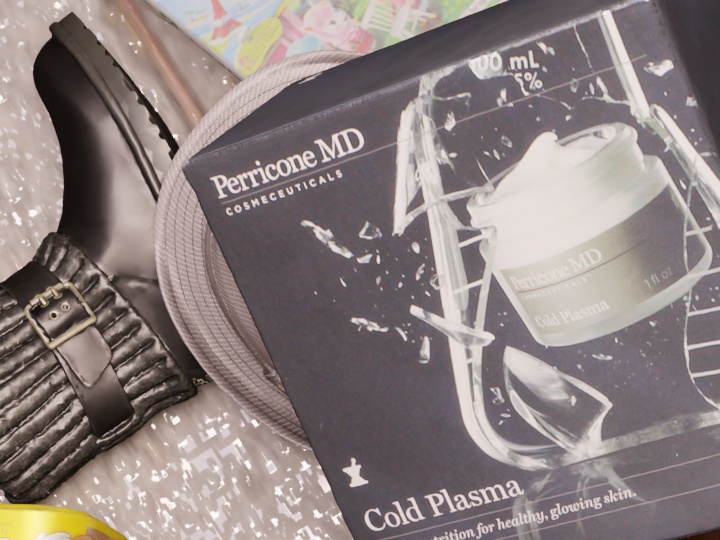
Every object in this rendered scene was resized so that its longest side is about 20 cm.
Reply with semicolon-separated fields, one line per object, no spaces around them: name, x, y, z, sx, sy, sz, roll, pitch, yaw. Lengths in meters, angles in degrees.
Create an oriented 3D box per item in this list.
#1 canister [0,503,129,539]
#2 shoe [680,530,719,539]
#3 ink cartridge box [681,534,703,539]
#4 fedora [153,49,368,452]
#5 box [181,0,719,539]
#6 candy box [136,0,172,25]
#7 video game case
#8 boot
canister;-0.150;0.214;0.966;0.086;0.149;0.200;0;74;8
shoe;0.146;0.111;0.973;0.070;0.053;0.200;6;94;30
ink cartridge box;0.233;0.139;0.978;0.176;0.045;0.200;-22;80;29
fedora;0.000;0.000;0.969;0.177;0.090;0.200;-42;94;5
box;0.073;0.000;0.831;0.200;0.124;0.197;-19;102;27
candy box;-0.014;-0.192;1.096;0.136;0.061;0.200;34;83;13
video game case;-0.002;-0.174;1.047;0.182;0.022;0.200;40;84;12
boot;-0.151;-0.008;1.056;0.158;0.079;0.211;-28;75;-1
